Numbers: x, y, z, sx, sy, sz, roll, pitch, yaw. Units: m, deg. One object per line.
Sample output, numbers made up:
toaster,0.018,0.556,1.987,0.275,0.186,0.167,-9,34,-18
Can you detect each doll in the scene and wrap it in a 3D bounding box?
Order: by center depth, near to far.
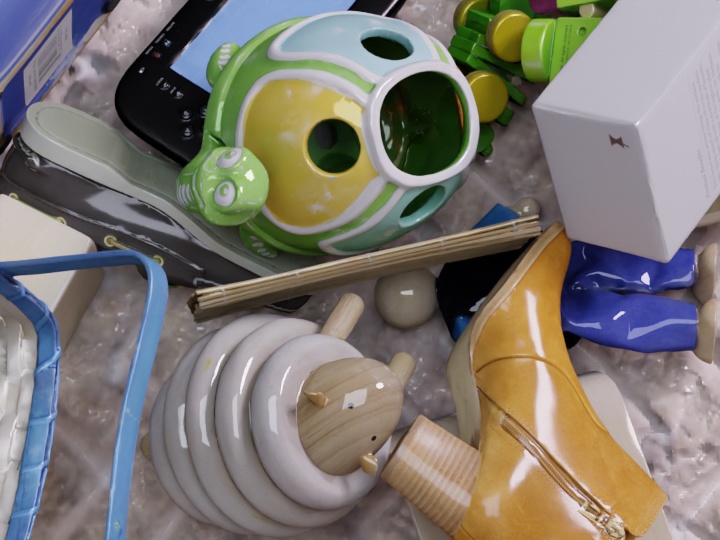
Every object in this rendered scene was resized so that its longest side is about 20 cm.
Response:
doll,0.107,0.017,1.722,0.199,0.049,0.137,3,55,4

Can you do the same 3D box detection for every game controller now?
game controller,-0.056,-0.139,1.765,0.104,0.042,0.200,36,68,8

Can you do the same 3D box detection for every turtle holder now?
turtle holder,-0.019,-0.080,1.655,0.185,0.131,0.142,12,81,-37

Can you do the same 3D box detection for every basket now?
basket,-0.200,0.073,1.579,0.199,0.139,0.177,1,72,33

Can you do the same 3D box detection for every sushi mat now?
sushi mat,0.000,0.000,1.667,0.199,0.096,0.012,-13,86,-5

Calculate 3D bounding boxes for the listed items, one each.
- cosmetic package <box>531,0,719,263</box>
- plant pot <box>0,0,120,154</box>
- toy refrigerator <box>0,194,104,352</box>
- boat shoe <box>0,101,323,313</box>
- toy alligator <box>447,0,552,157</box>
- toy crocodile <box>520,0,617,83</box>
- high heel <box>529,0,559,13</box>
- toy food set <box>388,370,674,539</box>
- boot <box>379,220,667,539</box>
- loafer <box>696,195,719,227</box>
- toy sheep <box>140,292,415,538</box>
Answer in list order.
cosmetic package,0.184,-0.110,1.660,0.071,0.102,0.200,15,49,34
plant pot,-0.245,-0.179,1.716,0.179,0.200,0.200,36,77,3
toy refrigerator,-0.227,0.063,1.704,0.070,0.076,0.201,26,77,8
boat shoe,-0.117,-0.026,1.736,0.201,0.072,0.061,29,116,-3
toy alligator,0.068,-0.096,1.760,0.054,0.059,0.201,24,94,-27
toy crocodile,0.136,-0.160,1.720,0.067,0.062,0.201,-2,79,28
high heel,0.192,-0.163,1.775,0.199,0.067,0.096,23,94,-1
toy food set,0.102,0.166,1.686,0.143,0.060,0.201,-15,75,-16
boot,0.112,0.083,1.641,0.144,0.071,0.202,33,62,-2
loafer,0.214,-0.070,1.730,0.199,0.069,0.076,-2,44,-6
toy sheep,-0.051,0.086,1.659,0.137,0.200,0.139,14,68,-38
